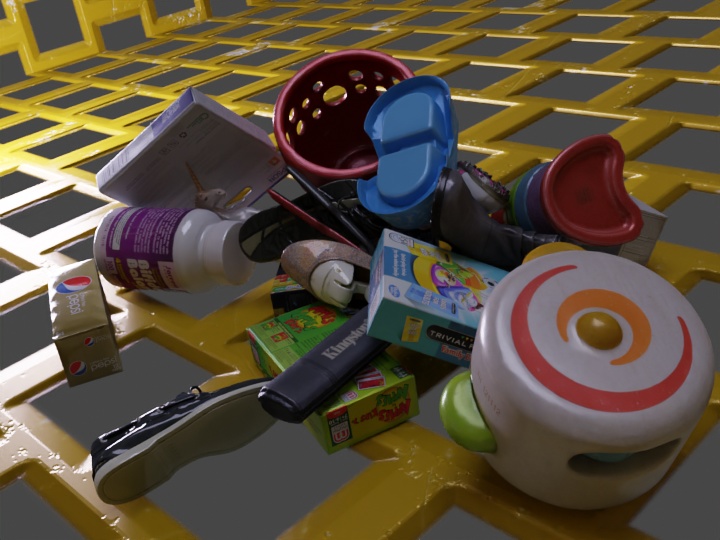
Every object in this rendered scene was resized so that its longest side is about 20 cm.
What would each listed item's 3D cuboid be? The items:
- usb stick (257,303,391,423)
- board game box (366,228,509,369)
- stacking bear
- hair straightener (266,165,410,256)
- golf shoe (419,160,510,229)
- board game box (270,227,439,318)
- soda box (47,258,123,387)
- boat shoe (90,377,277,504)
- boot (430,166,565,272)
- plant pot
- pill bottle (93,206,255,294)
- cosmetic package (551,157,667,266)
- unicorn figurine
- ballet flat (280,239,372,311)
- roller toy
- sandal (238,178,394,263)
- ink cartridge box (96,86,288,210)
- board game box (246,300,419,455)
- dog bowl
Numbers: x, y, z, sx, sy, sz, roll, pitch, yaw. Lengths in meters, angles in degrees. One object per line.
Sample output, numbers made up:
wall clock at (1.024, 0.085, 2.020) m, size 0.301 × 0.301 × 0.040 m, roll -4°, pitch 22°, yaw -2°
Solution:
usb stick at (-0.017, 0.081, 0.827) m, size 0.055 × 0.033 × 0.200 m, roll 16°, pitch 36°, yaw 34°
board game box at (0.108, 0.039, 0.859) m, size 0.199 × 0.047 × 0.151 m, roll 19°, pitch 27°, yaw -8°
stacking bear at (0.219, -0.069, 1.010) m, size 0.113 × 0.122 × 0.200 m, roll -14°, pitch -4°, yaw -16°
hair straightener at (-0.014, -0.067, 0.996) m, size 0.200 × 0.041 × 0.077 m, roll 36°, pitch 89°, yaw 22°
golf shoe at (0.109, -0.081, 1.024) m, size 0.092 × 0.072 × 0.200 m, roll -57°, pitch 20°, yaw -3°
board game box at (0.000, 0.000, 1.061) m, size 0.199 × 0.057 × 0.166 m, roll -7°, pitch 28°, yaw 7°
soda box at (-0.340, 0.059, 1.049) m, size 0.064 × 0.068 × 0.200 m, roll -17°, pitch 28°, yaw -15°
boat shoe at (-0.163, 0.145, 0.815) m, size 0.199 × 0.075 × 0.066 m, roll -30°, pitch 43°, yaw -16°
boot at (0.154, -0.040, 0.912) m, size 0.131 × 0.200 × 0.070 m, roll 11°, pitch 71°, yaw 24°
plant pot at (-0.001, -0.163, 1.157) m, size 0.199 × 0.183 × 0.202 m, roll -5°, pitch 62°, yaw 9°
pill bottle at (-0.242, -0.027, 1.133) m, size 0.199 × 0.113 × 0.112 m, roll 3°, pitch 30°, yaw 26°
cosmetic package at (0.287, -0.067, 1.054) m, size 0.050 × 0.083 × 0.200 m, roll 13°, pitch 20°, yaw -23°
unicorn figurine at (-0.142, -0.071, 1.186) m, size 0.137 × 0.074 × 0.200 m, roll 10°, pitch -12°, yaw 28°
ballet flat at (0.006, 0.019, 0.939) m, size 0.199 × 0.068 × 0.067 m, roll 16°, pitch 25°, yaw -3°
roller toy at (0.181, 0.081, 0.690) m, size 0.182 × 0.140 × 0.200 m, roll 28°, pitch 55°, yaw 21°
sandal at (-0.052, -0.059, 1.058) m, size 0.200 × 0.080 × 0.057 m, roll -12°, pitch -12°, yaw 13°
ink cartridge box at (-0.224, -0.140, 1.188) m, size 0.199 × 0.200 × 0.041 m, roll -36°, pitch 52°, yaw 21°
board game box at (-0.034, 0.101, 0.884) m, size 0.101 × 0.048 × 0.200 m, roll -20°, pitch 29°, yaw -20°
dog bowl at (0.060, -0.133, 0.982) m, size 0.111 × 0.050 × 0.201 m, roll -13°, pitch 52°, yaw 26°
